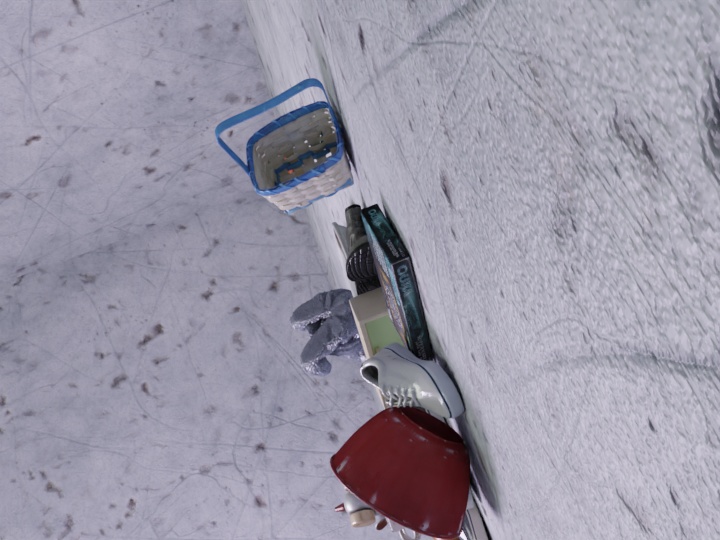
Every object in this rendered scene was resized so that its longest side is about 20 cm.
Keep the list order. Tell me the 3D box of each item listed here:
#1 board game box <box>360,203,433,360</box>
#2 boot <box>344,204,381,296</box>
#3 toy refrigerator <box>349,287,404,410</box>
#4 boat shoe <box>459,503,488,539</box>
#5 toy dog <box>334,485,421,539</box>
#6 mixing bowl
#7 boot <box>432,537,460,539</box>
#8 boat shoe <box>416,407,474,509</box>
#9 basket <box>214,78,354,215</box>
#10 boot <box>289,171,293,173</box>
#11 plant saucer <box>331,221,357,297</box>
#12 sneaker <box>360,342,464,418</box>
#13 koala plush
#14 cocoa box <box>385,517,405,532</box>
[{"bbox_3d":[0.052,0.027,1.232,0.136,0.028,0.202,-118,9,-51],"label":"board game box"},{"bbox_3d":[-0.003,-0.048,1.433,0.200,0.067,0.132,86,169,-70],"label":"boot"},{"bbox_3d":[0.046,0.130,1.482,0.070,0.075,0.202,-116,8,-54],"label":"toy refrigerator"},{"bbox_3d":[0.126,0.366,1.363,0.201,0.092,0.075,-113,5,-46],"label":"boat shoe"},{"bbox_3d":[0.028,0.467,1.799,0.199,0.096,0.133,33,-133,-29],"label":"toy dog"},{"bbox_3d":[0.069,0.249,1.192,0.198,0.110,0.200,26,-174,-3],"label":"mixing bowl"},{"bbox_3d":[0.107,0.380,1.436,0.155,0.077,0.200,38,-167,-8],"label":"boot"},{"bbox_3d":[0.112,0.275,1.338,0.201,0.063,0.071,-114,6,-49],"label":"boat shoe"},{"bbox_3d":[-0.108,-0.189,1.379,0.200,0.174,0.141,56,-167,-58],"label":"basket"},{"bbox_3d":[-0.207,-0.316,2.872,0.202,0.074,0.108,60,169,22],"label":"boot"},{"bbox_3d":[0.000,0.000,1.667,0.200,0.050,0.203,160,91,-86],"label":"plant saucer"},{"bbox_3d":[0.064,0.154,1.177,0.200,0.070,0.074,22,138,64],"label":"sneaker"},{"bbox_3d":[-0.020,0.145,2.000,0.199,0.183,0.179,31,-149,-41],"label":"koala plush"},{"bbox_3d":[0.090,0.385,1.660,0.200,0.130,0.135,93,157,-79],"label":"cocoa box"}]
